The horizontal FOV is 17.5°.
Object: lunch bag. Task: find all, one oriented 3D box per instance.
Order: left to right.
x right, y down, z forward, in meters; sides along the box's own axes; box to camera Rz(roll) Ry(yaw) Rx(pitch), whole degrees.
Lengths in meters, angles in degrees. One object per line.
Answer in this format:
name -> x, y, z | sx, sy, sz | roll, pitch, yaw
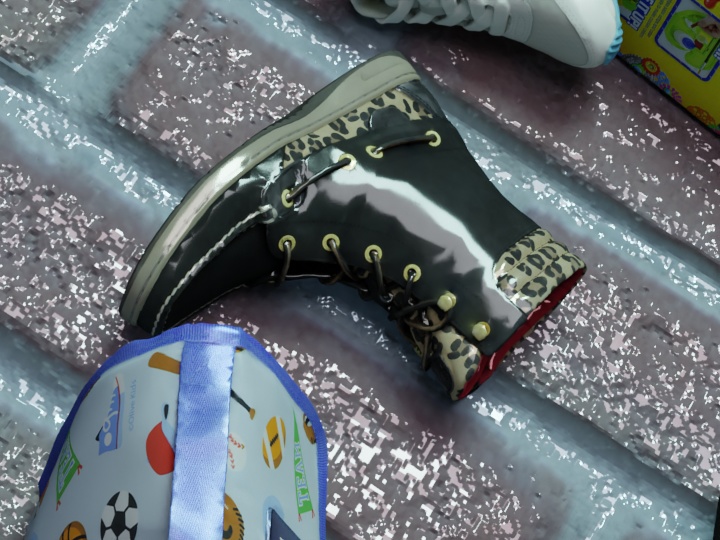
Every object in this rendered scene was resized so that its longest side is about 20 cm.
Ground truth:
lunch bag -> -0.076, 0.136, 0.928 | 0.123, 0.200, 0.171 | 8, 60, -10

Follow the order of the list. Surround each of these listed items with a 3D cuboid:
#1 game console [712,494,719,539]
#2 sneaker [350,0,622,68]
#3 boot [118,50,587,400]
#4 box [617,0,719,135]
game console -> 0.216, 0.219, 1.054 | 0.199, 0.117, 0.176 | 31, 32, -5
sneaker -> 0.041, -0.154, 1.189 | 0.199, 0.077, 0.081 | 33, 68, 11
boot -> 0.000, 0.000, 1.096 | 0.151, 0.073, 0.200 | 44, 56, 10
box -> 0.237, -0.177, 1.218 | 0.192, 0.122, 0.200 | 39, 60, 8
